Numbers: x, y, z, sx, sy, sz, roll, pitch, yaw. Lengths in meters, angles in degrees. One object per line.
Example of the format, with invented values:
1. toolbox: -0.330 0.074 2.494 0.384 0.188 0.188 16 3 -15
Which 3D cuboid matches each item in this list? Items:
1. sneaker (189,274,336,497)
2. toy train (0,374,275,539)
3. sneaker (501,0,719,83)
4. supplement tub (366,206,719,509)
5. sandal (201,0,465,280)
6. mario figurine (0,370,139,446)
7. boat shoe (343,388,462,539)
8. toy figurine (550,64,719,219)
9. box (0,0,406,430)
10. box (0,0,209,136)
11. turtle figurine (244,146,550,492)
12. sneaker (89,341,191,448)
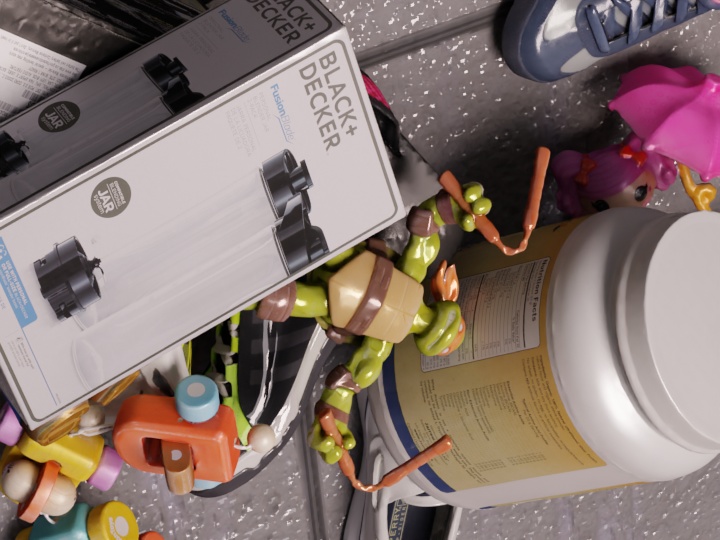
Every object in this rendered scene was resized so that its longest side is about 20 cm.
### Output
1. sneaker: -0.057 0.022 1.572 0.083 0.072 0.201 32 89 -34
2. toy train: -0.122 0.131 1.545 0.149 0.056 0.201 10 139 6
3. sneaker: 0.168 -0.161 1.575 0.200 0.082 0.070 -38 133 -4
4. supplement tub: 0.116 0.046 1.562 0.144 0.199 0.145 13 71 -43
5. sandal: -0.012 -0.071 1.512 0.200 0.045 0.075 44 82 -22
6. mario figurine: -0.181 -0.020 1.385 0.106 0.200 0.123 -43 176 17
7. boat shoe: 0.037 0.109 1.685 0.073 0.065 0.201 -13 126 -24
8. toy figurine: 0.170 -0.025 1.664 0.199 0.150 0.185 -16 117 8
9. box: -0.088 -0.032 1.293 0.199 0.060 0.117 -29 131 -13
10. box: -0.147 -0.103 1.361 0.199 0.164 0.086 22 107 -41
11. turtle figurine: 0.000 0.000 1.497 0.161 0.064 0.201 26 97 -25
12. sneaker: -0.111 0.023 1.528 0.074 0.085 0.201 15 142 5
